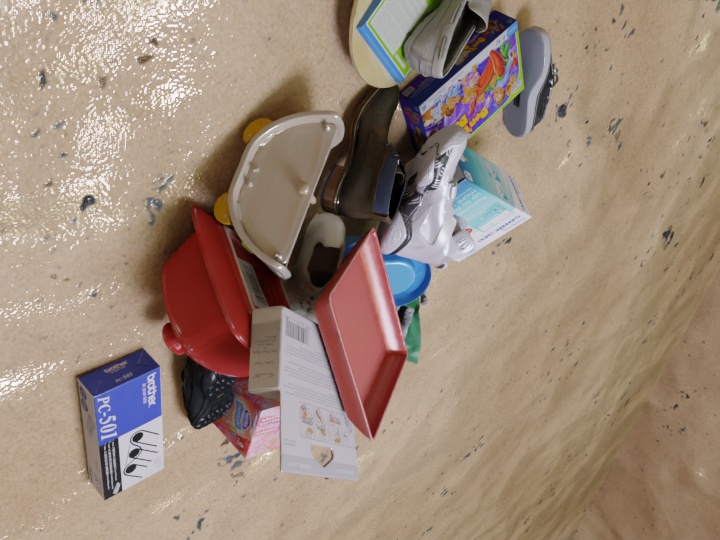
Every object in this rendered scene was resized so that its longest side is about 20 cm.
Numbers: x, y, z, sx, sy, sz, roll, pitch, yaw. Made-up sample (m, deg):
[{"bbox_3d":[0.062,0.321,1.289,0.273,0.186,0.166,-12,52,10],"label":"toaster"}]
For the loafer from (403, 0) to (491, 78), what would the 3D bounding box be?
[{"bbox_3d":[0.136,-0.326,0.986,0.200,0.070,0.070,-54,152,1],"label":"loafer"}]

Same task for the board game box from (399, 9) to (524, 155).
[{"bbox_3d":[0.152,-0.262,1.147,0.200,0.045,0.135,-43,146,-13],"label":"board game box"}]

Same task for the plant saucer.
[{"bbox_3d":[0.001,0.075,0.983,0.200,0.037,0.200,-58,137,-59],"label":"plant saucer"}]

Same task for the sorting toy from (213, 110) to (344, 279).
[{"bbox_3d":[-0.092,-0.079,0.977,0.180,0.107,0.200,70,38,-71],"label":"sorting toy"}]

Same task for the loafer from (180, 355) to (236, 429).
[{"bbox_3d":[-0.214,0.157,1.086,0.068,0.070,0.201,-27,156,-30],"label":"loafer"}]

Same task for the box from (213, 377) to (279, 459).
[{"bbox_3d":[-0.116,0.201,1.209,0.200,0.103,0.095,-8,127,-47],"label":"box"}]

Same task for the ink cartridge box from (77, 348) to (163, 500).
[{"bbox_3d":[-0.312,0.205,1.033,0.094,0.044,0.200,-24,137,-37],"label":"ink cartridge box"}]

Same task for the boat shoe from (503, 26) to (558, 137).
[{"bbox_3d":[0.275,-0.300,1.231,0.068,0.074,0.200,-32,142,-22],"label":"boat shoe"}]

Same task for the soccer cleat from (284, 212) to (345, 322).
[{"bbox_3d":[-0.062,0.014,1.043,0.069,0.078,0.200,8,129,-11],"label":"soccer cleat"}]

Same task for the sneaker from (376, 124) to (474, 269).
[{"bbox_3d":[0.110,-0.090,1.038,0.115,0.075,0.200,23,116,-17],"label":"sneaker"}]

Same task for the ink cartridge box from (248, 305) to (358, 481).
[{"bbox_3d":[-0.062,0.150,0.909,0.200,0.045,0.177,36,49,-61],"label":"ink cartridge box"}]

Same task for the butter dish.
[{"bbox_3d":[-0.176,0.054,0.963,0.148,0.200,0.199,-29,150,10],"label":"butter dish"}]

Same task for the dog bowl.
[{"bbox_3d":[0.000,0.000,1.131,0.199,0.050,0.112,-4,133,-10],"label":"dog bowl"}]

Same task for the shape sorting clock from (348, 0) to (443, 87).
[{"bbox_3d":[0.052,-0.325,0.974,0.200,0.039,0.200,-37,148,-29],"label":"shape sorting clock"}]

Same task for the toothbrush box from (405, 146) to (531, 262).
[{"bbox_3d":[0.139,-0.101,1.178,0.146,0.085,0.200,-33,150,28],"label":"toothbrush box"}]

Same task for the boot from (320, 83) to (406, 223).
[{"bbox_3d":[0.032,-0.153,1.029,0.200,0.097,0.075,-66,156,-7],"label":"boot"}]

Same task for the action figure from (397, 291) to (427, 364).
[{"bbox_3d":[0.071,0.039,1.277,0.118,0.055,0.201,22,73,-26],"label":"action figure"}]
